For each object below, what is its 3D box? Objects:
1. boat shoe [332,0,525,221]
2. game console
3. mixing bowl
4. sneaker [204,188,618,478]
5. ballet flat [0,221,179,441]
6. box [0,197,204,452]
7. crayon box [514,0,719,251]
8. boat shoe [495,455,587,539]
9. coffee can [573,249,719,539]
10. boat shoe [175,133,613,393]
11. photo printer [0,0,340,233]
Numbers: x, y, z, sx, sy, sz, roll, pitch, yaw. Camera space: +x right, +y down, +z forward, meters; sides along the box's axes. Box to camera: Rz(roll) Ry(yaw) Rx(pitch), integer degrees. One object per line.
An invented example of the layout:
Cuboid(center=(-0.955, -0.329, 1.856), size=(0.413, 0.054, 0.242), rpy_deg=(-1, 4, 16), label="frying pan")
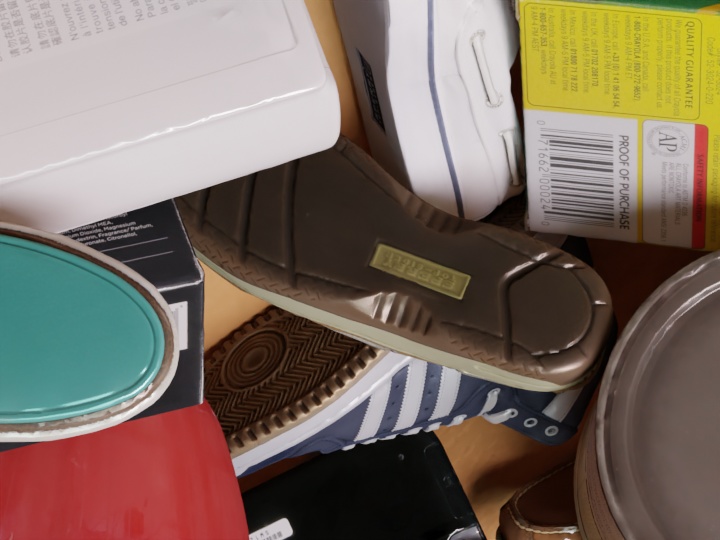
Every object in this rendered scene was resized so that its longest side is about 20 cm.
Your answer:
Cuboid(center=(0.030, -0.097, 0.896), size=(0.065, 0.074, 0.201), rpy_deg=(-23, 142, -10), label="boat shoe")
Cuboid(center=(-0.018, 0.188, 1.065), size=(0.199, 0.177, 0.116), rpy_deg=(-27, 169, 3), label="game console")
Cuboid(center=(-0.126, 0.082, 0.902), size=(0.199, 0.200, 0.109), rpy_deg=(15, 81, -32), label="mixing bowl")
Cuboid(center=(0.021, 0.049, 0.997), size=(0.199, 0.070, 0.109), rpy_deg=(-35, 130, 1), label="sneaker")
Cuboid(center=(-0.156, 0.021, 0.713), size=(0.199, 0.070, 0.070), rpy_deg=(0, 127, -8), label="ballet flat")
Cuboid(center=(-0.168, -0.004, 0.821), size=(0.199, 0.142, 0.079), rpy_deg=(-12, 144, -14), label="box")
Cuboid(center=(0.162, -0.062, 0.886), size=(0.199, 0.051, 0.127), rpy_deg=(8, 138, 13), label="crayon box")
Cuboid(center=(0.151, 0.084, 1.088), size=(0.199, 0.072, 0.068), rpy_deg=(-17, 126, -22), label="boat shoe")
Cuboid(center=(0.162, 0.078, 0.945), size=(0.146, 0.147, 0.200), rpy_deg=(-26, 169, -3), label="coffee can")
Cuboid(center=(0.000, 0.000, 0.910), size=(0.072, 0.199, 0.076), rpy_deg=(-59, 171, -16), label="boat shoe")
Cuboid(center=(-0.125, -0.088, 0.770), size=(0.199, 0.167, 0.070), rpy_deg=(-18, 163, -10), label="photo printer")
